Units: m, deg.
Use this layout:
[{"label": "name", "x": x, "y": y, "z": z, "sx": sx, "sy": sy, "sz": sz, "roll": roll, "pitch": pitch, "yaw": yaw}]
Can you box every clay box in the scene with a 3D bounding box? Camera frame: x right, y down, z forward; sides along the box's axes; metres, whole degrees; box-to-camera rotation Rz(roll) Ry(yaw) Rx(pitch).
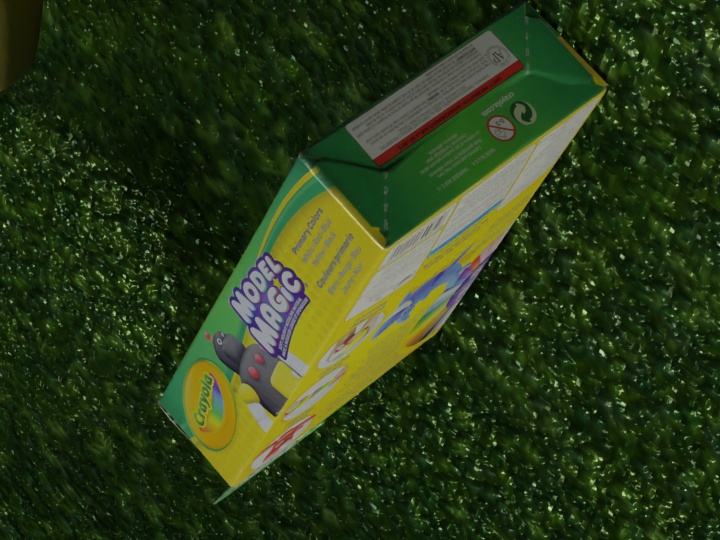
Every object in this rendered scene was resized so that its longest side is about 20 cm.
[{"label": "clay box", "x": 0.000, "y": 0.000, "z": 1.043, "sx": 0.048, "sy": 0.115, "sz": 0.200, "roll": 48, "pitch": 145, "yaw": 9}]

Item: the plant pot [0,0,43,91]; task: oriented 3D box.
[{"label": "plant pot", "x": -0.196, "y": -0.168, "z": 1.091, "sx": 0.200, "sy": 0.200, "sz": 0.142, "roll": 33, "pitch": 117, "yaw": 27}]
